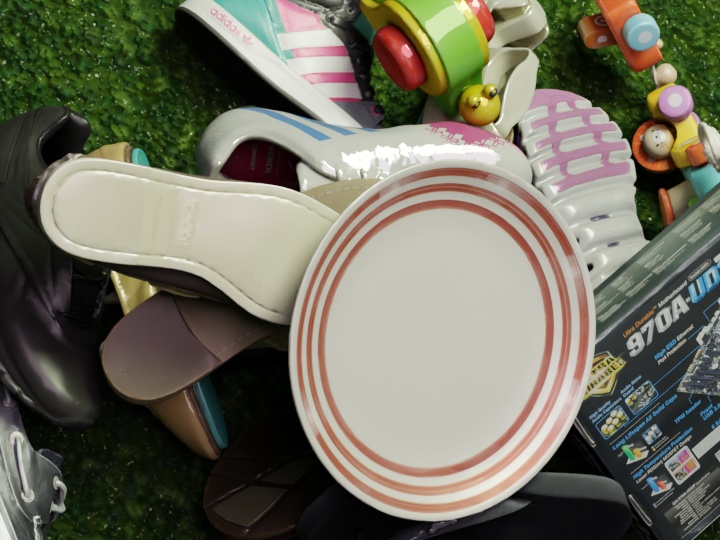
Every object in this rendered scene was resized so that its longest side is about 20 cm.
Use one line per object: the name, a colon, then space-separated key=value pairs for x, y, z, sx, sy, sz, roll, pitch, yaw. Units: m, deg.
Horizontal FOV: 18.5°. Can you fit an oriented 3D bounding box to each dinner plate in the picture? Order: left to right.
dinner plate: x=0.044 y=0.038 z=1.216 sx=0.200 sy=0.024 sz=0.200 roll=-4 pitch=97 yaw=-29

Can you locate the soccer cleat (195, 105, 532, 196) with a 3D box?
soccer cleat: x=0.001 y=-0.050 z=1.297 sx=0.200 sy=0.086 sz=0.070 roll=6 pitch=116 yaw=2

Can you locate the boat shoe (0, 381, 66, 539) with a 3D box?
boat shoe: x=-0.198 y=0.124 z=1.246 sx=0.068 sy=0.072 sz=0.200 roll=-16 pitch=73 yaw=-22

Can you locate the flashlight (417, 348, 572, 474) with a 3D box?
flashlight: x=0.083 y=0.107 z=1.312 sx=0.200 sy=0.068 sz=0.068 roll=42 pitch=62 yaw=-32

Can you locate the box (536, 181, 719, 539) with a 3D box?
box: x=0.213 y=0.051 z=1.326 sx=0.200 sy=0.046 sz=0.159 roll=-41 pitch=118 yaw=-6

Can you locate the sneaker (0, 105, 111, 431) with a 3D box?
sneaker: x=-0.176 y=-0.007 z=1.255 sx=0.076 sy=0.091 sz=0.200 roll=23 pitch=46 yaw=-62

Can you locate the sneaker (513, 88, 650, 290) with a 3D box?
sneaker: x=0.139 y=-0.019 z=1.404 sx=0.080 sy=0.088 sz=0.200 roll=-10 pitch=68 yaw=-30

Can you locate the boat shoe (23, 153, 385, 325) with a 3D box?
boat shoe: x=-0.084 y=-0.017 z=1.194 sx=0.200 sy=0.060 sz=0.072 roll=13 pitch=89 yaw=-22

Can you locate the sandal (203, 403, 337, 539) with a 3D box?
sandal: x=-0.014 y=0.103 z=1.327 sx=0.082 sy=0.055 sz=0.200 roll=19 pitch=46 yaw=27

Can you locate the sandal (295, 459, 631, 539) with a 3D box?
sandal: x=0.064 y=0.145 z=1.262 sx=0.200 sy=0.076 sz=0.043 roll=0 pitch=47 yaw=-15

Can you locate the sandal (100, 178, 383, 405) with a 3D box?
sandal: x=-0.052 y=0.013 z=1.264 sx=0.212 sy=0.070 sz=0.078 roll=-28 pitch=84 yaw=-10

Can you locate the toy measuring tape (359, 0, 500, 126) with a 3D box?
toy measuring tape: x=0.022 y=-0.171 z=1.319 sx=0.074 sy=0.074 sz=0.200 roll=-31 pitch=82 yaw=-25

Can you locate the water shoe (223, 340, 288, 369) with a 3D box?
water shoe: x=0.000 y=0.000 z=1.332 sx=0.200 sy=0.072 sz=0.079 roll=-13 pitch=78 yaw=-8

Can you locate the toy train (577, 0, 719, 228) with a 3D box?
toy train: x=0.190 y=-0.097 z=1.415 sx=0.056 sy=0.150 sz=0.200 roll=-27 pitch=45 yaw=8

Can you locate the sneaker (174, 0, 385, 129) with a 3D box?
sneaker: x=-0.005 y=-0.134 z=1.389 sx=0.200 sy=0.084 sz=0.121 roll=43 pitch=74 yaw=-3

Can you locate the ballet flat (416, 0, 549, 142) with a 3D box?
ballet flat: x=0.088 y=-0.138 z=1.403 sx=0.069 sy=0.069 sz=0.200 roll=25 pitch=51 yaw=-12

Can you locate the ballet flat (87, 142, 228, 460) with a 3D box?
ballet flat: x=-0.133 y=0.024 z=1.311 sx=0.063 sy=0.069 sz=0.200 roll=-18 pitch=77 yaw=4
